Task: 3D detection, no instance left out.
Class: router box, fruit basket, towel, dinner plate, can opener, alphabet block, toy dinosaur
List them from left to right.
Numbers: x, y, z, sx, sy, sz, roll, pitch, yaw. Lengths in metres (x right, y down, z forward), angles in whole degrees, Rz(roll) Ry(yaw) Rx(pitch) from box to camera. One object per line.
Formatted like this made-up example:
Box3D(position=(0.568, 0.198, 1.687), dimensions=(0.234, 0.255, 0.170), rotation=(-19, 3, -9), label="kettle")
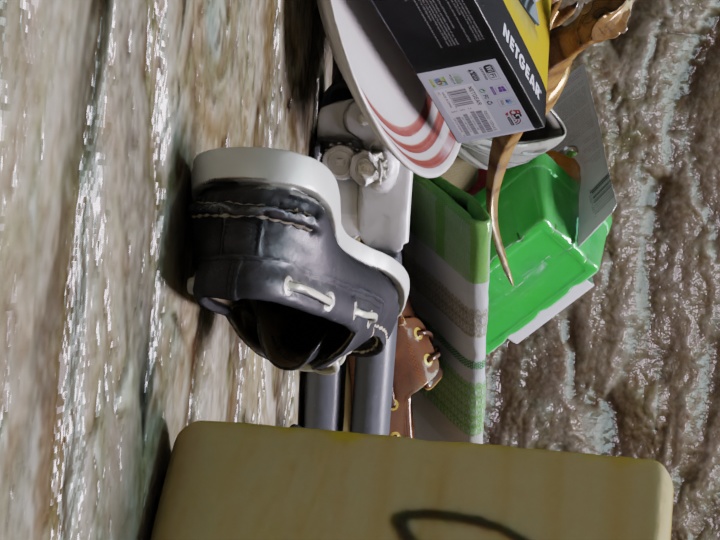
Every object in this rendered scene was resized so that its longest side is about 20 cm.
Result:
Box3D(position=(0.000, 0.000, 1.208), dimensions=(0.066, 0.052, 0.201), rotation=(-64, 157, -76), label="can opener")
Box3D(position=(0.010, -0.144, 1.136), dimensions=(0.200, 0.024, 0.201), rotation=(-9, 90, -69), label="dinner plate")
Box3D(position=(0.013, 0.197, 0.831), dimensions=(0.197, 0.195, 0.200), rotation=(90, 6, -49), label="alphabet block")
Box3D(position=(0.042, 0.027, 1.368), dimensions=(0.149, 0.031, 0.201), rotation=(42, -41, 49), label="towel")
Box3D(position=(0.042, -0.187, 1.130), dimensions=(0.200, 0.052, 0.158), rotation=(54, 34, -49), label="router box")
Box3D(position=(0.105, -0.039, 1.590), dimensions=(0.094, 0.185, 0.200), rotation=(43, 22, -21), label="fruit basket")
Box3D(position=(0.088, -0.097, 1.245), dimensions=(0.200, 0.060, 0.106), rotation=(115, -22, -47), label="toy dinosaur")

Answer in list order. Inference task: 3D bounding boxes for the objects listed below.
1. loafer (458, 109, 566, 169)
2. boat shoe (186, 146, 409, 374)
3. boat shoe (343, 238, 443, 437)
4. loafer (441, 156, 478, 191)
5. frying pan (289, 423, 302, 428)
Box3D(position=(0.065, -0.113, 1.417), dimensions=(0.200, 0.070, 0.070), rotation=(20, 66, -58), label="loafer")
Box3D(position=(-0.025, 0.010, 0.897), dimensions=(0.200, 0.074, 0.061), rotation=(65, 29, -72), label="boat shoe")
Box3D(position=(0.016, 0.051, 1.325), dimensions=(0.072, 0.067, 0.201), rotation=(-18, 113, -83), label="boat shoe")
Box3D(position=(0.047, -0.077, 1.514), dimensions=(0.200, 0.067, 0.076), rotation=(-77, 169, -56), label="loafer")
Box3D(position=(-0.033, 0.136, 1.103), dimensions=(0.190, 0.031, 0.115), rotation=(36, 58, -79), label="frying pan")
